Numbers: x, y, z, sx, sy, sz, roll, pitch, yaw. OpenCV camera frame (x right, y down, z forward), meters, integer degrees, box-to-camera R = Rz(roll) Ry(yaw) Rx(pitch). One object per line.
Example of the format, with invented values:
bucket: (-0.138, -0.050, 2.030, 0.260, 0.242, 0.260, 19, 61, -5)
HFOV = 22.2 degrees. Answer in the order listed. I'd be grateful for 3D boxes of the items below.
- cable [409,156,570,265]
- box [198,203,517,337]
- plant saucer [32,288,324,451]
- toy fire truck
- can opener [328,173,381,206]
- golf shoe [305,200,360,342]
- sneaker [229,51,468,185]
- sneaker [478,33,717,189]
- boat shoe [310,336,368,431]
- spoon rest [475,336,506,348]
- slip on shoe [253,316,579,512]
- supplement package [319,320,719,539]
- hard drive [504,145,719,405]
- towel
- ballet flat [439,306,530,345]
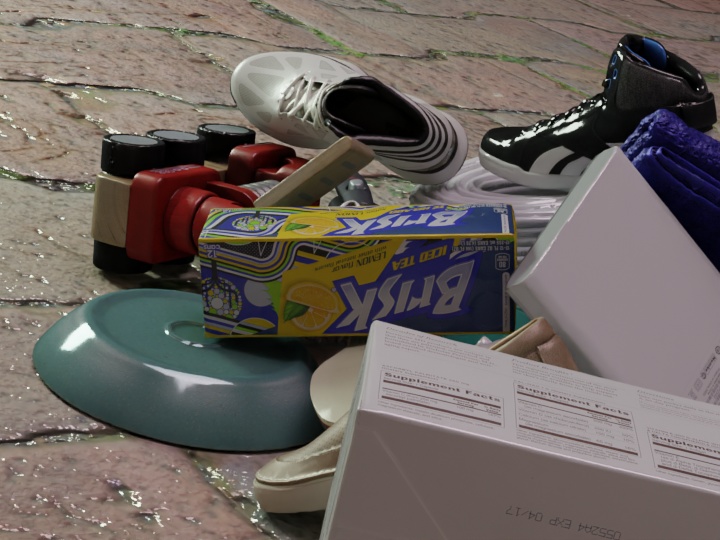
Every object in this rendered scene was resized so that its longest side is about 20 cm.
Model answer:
cable: (0.134, -0.039, 1.376, 0.198, 0.070, 0.200, -8, 17, -11)
box: (0.000, 0.000, 1.165, 0.198, 0.071, 0.064, -1, 20, 3)
plant saucer: (-0.107, 0.055, 1.171, 0.198, 0.036, 0.200, 13, 18, -4)
toy fire truck: (-0.072, -0.054, 1.331, 0.199, 0.130, 0.175, 15, 15, 30)
can opener: (-0.010, -0.052, 1.521, 0.078, 0.064, 0.200, 12, 18, -5)
golf shoe: (0.000, -0.001, 1.317, 0.072, 0.093, 0.200, 21, 10, 23)
sneaker: (-0.023, -0.130, 1.353, 0.199, 0.076, 0.115, 20, -5, 23)
sneaker: (0.170, -0.115, 1.305, 0.199, 0.113, 0.073, 13, 23, 39)
boat shoe: (0.011, 0.075, 1.154, 0.070, 0.063, 0.200, -3, 17, 6)
spoon rest: (0.087, 0.080, 1.168, 0.060, 0.100, 0.200, 36, 6, 2)
slip on shoe: (0.026, 0.081, 1.001, 0.199, 0.061, 0.076, -18, 4, 27)
supplement package: (0.081, 0.135, 0.871, 0.198, 0.157, 0.111, 14, 19, -1)
hard drive: (0.189, 0.038, 1.168, 0.026, 0.200, 0.132, -21, 25, 53)
towel: (0.240, -0.006, 1.234, 0.199, 0.148, 0.050, 32, 40, -6)
ballet flat: (0.146, 0.068, 1.282, 0.199, 0.069, 0.067, 20, -2, 36)
